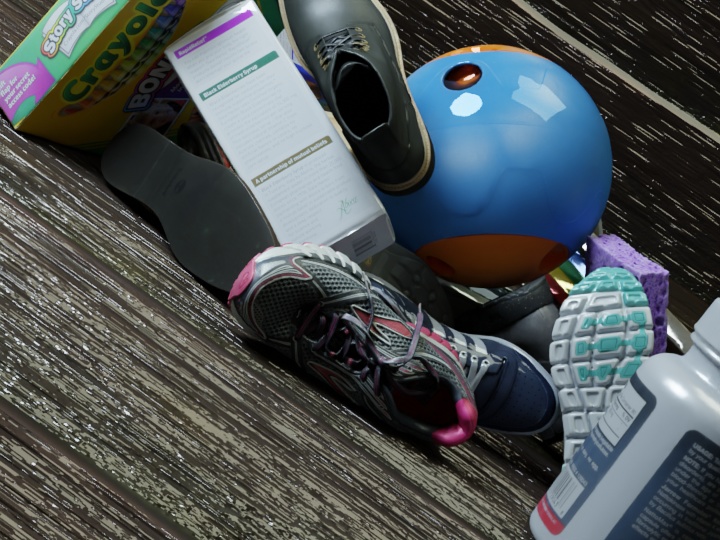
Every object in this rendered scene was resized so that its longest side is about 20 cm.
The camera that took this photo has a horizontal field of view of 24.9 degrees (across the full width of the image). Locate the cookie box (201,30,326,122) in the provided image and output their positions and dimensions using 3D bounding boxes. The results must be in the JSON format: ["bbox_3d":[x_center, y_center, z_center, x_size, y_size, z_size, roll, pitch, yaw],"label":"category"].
[{"bbox_3d":[-0.129,-0.204,1.557,0.171,0.075,0.200,-11,-16,30],"label":"cookie box"}]

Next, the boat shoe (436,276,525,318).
[{"bbox_3d":[0.131,0.047,1.488,0.200,0.075,0.062,25,42,-13],"label":"boat shoe"}]

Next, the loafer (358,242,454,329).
[{"bbox_3d":[0.000,0.000,1.308,0.200,0.070,0.070,46,-21,-29],"label":"loafer"}]

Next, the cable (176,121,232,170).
[{"bbox_3d":[-0.093,-0.057,1.271,0.200,0.050,0.097,42,-32,52],"label":"cable"}]

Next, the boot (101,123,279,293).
[{"bbox_3d":[-0.108,-0.039,1.193,0.200,0.074,0.075,41,3,40],"label":"boot"}]

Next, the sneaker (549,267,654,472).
[{"bbox_3d":[0.179,0.099,1.212,0.078,0.200,0.091,4,-8,10],"label":"sneaker"}]

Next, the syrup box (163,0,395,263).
[{"bbox_3d":[-0.060,-0.093,1.207,0.200,0.081,0.079,59,-3,17],"label":"syrup box"}]

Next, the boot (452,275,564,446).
[{"bbox_3d":[0.132,0.086,1.347,0.132,0.070,0.200,63,-12,2],"label":"boot"}]

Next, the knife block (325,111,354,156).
[{"bbox_3d":[-0.026,-0.107,1.492,0.200,0.064,0.176,33,-25,-12],"label":"knife block"}]

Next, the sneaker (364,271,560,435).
[{"bbox_3d":[0.052,0.065,1.193,0.200,0.070,0.108,29,5,10],"label":"sneaker"}]

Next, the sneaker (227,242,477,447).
[{"bbox_3d":[0.002,0.049,1.095,0.200,0.081,0.075,30,14,-24],"label":"sneaker"}]

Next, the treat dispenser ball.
[{"bbox_3d":[0.107,-0.085,1.344,0.201,0.201,0.201,33,11,-7],"label":"treat dispenser ball"}]

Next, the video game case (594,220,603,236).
[{"bbox_3d":[0.145,-0.046,1.599,0.182,0.022,0.200,3,-29,14],"label":"video game case"}]

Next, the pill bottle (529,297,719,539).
[{"bbox_3d":[0.215,0.125,1.080,0.120,0.200,0.120,33,12,-8],"label":"pill bottle"}]

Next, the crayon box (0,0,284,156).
[{"bbox_3d":[-0.160,-0.177,1.254,0.058,0.200,0.173,52,18,24],"label":"crayon box"}]

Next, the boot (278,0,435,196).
[{"bbox_3d":[-0.010,-0.160,1.164,0.200,0.077,0.138,60,5,16],"label":"boot"}]

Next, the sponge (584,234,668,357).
[{"bbox_3d":[0.208,0.080,1.287,0.030,0.200,0.112,-5,16,-13],"label":"sponge"}]

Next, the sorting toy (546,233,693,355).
[{"bbox_3d":[0.244,0.071,1.552,0.199,0.070,0.200,50,-7,33],"label":"sorting toy"}]
